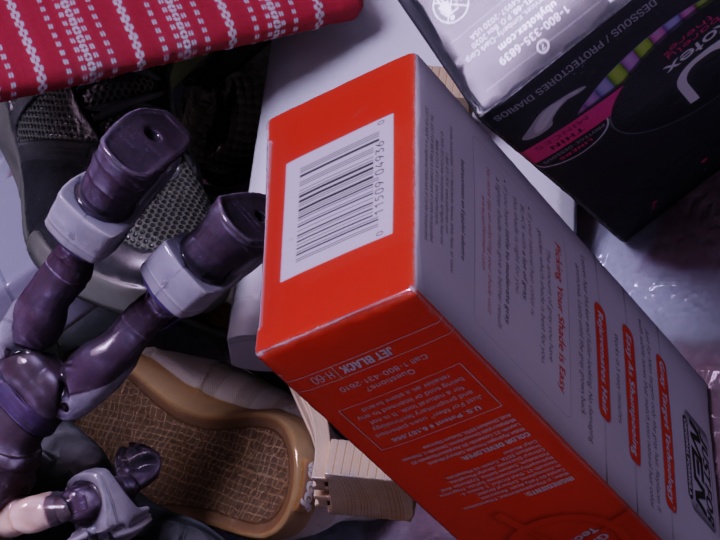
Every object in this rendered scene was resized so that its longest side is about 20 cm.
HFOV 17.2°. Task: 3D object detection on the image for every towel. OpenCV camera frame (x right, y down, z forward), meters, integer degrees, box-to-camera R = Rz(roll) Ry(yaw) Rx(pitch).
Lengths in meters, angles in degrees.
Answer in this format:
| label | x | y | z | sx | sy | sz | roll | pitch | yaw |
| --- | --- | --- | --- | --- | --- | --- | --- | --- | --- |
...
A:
| label | x | y | z | sx | sy | sz | roll | pitch | yaw |
| --- | --- | --- | --- | --- | --- | --- | --- | --- | --- |
| towel | -0.104 | -0.143 | 0.944 | 0.022 | 0.199 | 0.145 | -43 | 68 | 54 |

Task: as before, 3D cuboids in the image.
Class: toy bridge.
| label | x | y | z | sx | sy | sz | roll | pitch | yaw |
| --- | --- | --- | --- | --- | --- | --- | --- | --- | --- |
| toy bridge | 0.000 | 0.000 | 0.895 | 0.067 | 0.027 | 0.201 | 4 | 54 | 7 |

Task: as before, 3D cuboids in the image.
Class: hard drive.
| label | x | y | z | sx | sy | sz | roll | pitch | yaw |
| --- | --- | --- | --- | --- | --- | --- | --- | --- | --- |
| hard drive | 0.023 | -0.045 | 0.963 | 0.131 | 0.026 | 0.201 | 2 | 53 | 5 |

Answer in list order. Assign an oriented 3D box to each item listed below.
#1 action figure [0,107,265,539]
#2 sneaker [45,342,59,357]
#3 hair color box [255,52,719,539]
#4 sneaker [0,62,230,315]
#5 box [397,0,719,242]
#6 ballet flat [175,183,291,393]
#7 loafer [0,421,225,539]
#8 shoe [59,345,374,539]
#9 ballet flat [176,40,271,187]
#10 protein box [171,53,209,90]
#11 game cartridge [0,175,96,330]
| label | x | y | z | sx | sy | sz | roll | pitch | yaw |
| --- | --- | --- | --- | --- | --- | --- | --- | --- | --- |
| action figure | -0.113 | 0.036 | 0.876 | 0.200 | 0.130 | 0.069 | -46 | 2 | 22 |
| sneaker | -0.185 | 0.070 | 1.036 | 0.080 | 0.086 | 0.201 | -41 | 37 | 24 |
| hair color box | 0.047 | 0.033 | 0.781 | 0.061 | 0.200 | 0.102 | -23 | 43 | 26 |
| sneaker | -0.101 | -0.066 | 0.957 | 0.076 | 0.115 | 0.200 | -4 | 35 | -19 |
| box | 0.090 | -0.103 | 0.846 | 0.122 | 0.200 | 0.106 | -37 | 69 | 10 |
| ballet flat | -0.068 | -0.008 | 1.025 | 0.200 | 0.068 | 0.068 | 25 | 76 | 50 |
| loafer | -0.084 | 0.131 | 0.922 | 0.073 | 0.072 | 0.200 | -35 | 55 | -16 |
| shoe | -0.063 | 0.073 | 0.972 | 0.200 | 0.053 | 0.070 | 15 | 99 | 52 |
| ballet flat | -0.034 | -0.131 | 1.120 | 0.067 | 0.046 | 0.201 | 8 | 63 | 45 |
| protein box | -0.139 | -0.186 | 1.084 | 0.200 | 0.198 | 0.135 | -37 | 25 | 55 |
| game cartridge | -0.204 | 0.029 | 1.016 | 0.199 | 0.041 | 0.133 | -29 | 27 | -6 |
